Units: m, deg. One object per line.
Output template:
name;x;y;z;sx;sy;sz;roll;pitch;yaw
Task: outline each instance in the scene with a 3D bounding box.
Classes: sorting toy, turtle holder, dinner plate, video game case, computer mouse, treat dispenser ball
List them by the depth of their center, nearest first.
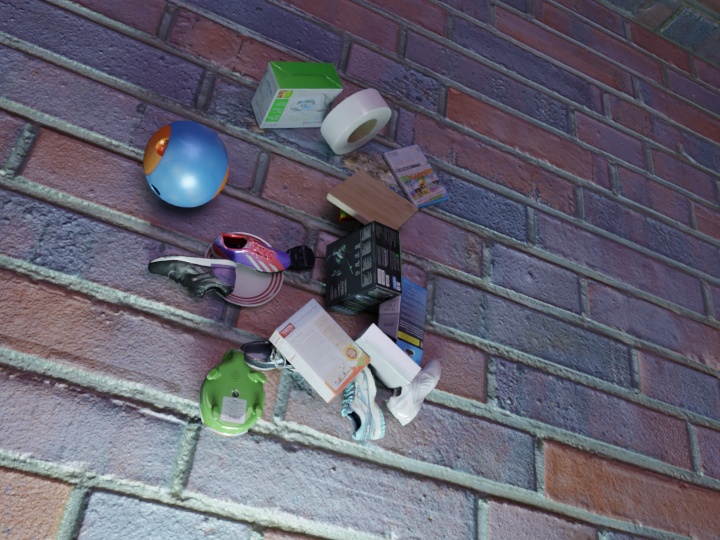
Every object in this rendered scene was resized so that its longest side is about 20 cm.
turtle holder;-0.283;0.259;1.463;0.140;0.132;0.187;-16;71;-33
treat dispenser ball;-0.412;-0.252;1.644;0.199;0.201;0.203;13;57;-21
dinner plate;-0.283;-0.001;1.681;0.198;0.024;0.202;14;57;-21
computer mouse;-0.113;-0.032;1.788;0.199;0.034;0.059;0;78;-36
sorting toy;0.026;-0.161;1.865;0.199;0.070;0.199;35;36;9
video game case;0.168;-0.284;2.087;0.142;0.018;0.201;-20;73;-35

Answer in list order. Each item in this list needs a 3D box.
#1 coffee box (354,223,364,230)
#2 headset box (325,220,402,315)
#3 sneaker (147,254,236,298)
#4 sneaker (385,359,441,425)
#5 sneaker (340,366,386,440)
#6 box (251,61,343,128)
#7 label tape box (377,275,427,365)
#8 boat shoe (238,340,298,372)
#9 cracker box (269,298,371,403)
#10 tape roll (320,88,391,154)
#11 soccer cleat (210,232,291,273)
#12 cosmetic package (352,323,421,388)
coffee box;0.046;-0.020;1.852;0.122;0.044;0.202;13;58;-21
headset box;0.000;0.000;1.716;0.092;0.199;0.176;20;57;-38
sneaker;-0.384;0.017;1.577;0.198;0.076;0.088;3;75;-9
sneaker;0.134;0.282;1.708;0.080;0.070;0.200;41;52;-1
sneaker;-0.007;0.300;1.622;0.086;0.078;0.202;-8;67;-27
box;-0.179;-0.484;1.917;0.198;0.177;0.097;-9;68;-32
label tape box;0.104;0.128;1.738;0.143;0.066;0.202;29;64;-53
boat shoe;-0.181;0.196;1.597;0.198;0.062;0.075;16;56;-19
cracker box;-0.091;0.180;1.576;0.200;0.058;0.134;47;52;5
tape roll;-0.013;-0.418;1.954;0.202;0.203;0.071;-28;77;-36
soccer cleat;-0.255;-0.044;1.660;0.198;0.073;0.069;13;57;-20
cosmetic package;0.049;0.204;1.626;0.151;0.200;0.052;41;73;-1
